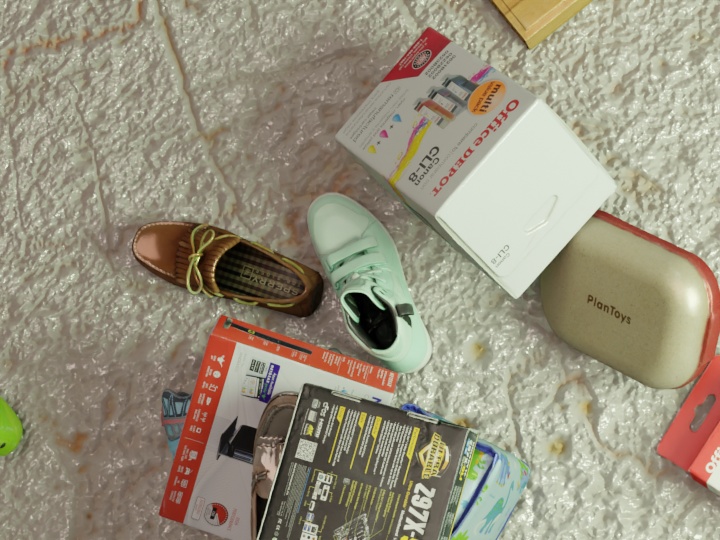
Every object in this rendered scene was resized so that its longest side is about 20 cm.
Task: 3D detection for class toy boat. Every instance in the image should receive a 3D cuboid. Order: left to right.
[{"bbox_3d":[0.265,0.018,1.684,0.199,0.130,0.131,30,121,40],"label":"toy boat"}]

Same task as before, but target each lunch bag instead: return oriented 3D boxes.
[{"bbox_3d":[0.053,0.236,1.661,0.127,0.170,0.201,26,88,21],"label":"lunch bag"}]

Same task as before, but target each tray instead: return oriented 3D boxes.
[{"bbox_3d":[0.215,-0.321,1.798,0.200,0.037,0.099,-38,74,3],"label":"tray"}]

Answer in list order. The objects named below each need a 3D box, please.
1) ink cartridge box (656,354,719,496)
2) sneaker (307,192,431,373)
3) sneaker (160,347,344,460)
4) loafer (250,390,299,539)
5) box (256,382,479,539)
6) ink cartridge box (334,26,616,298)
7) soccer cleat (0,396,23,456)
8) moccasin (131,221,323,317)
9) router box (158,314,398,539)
[{"bbox_3d":[0.378,0.169,1.651,0.199,0.067,0.117,32,88,17],"label":"ink cartridge box"},{"bbox_3d":[0.000,0.000,1.745,0.073,0.118,0.201,-32,73,7],"label":"sneaker"},{"bbox_3d":[-0.110,0.112,1.771,0.199,0.079,0.096,-26,73,7],"label":"sneaker"},{"bbox_3d":[-0.070,0.212,1.660,0.071,0.063,0.202,8,111,4],"label":"loafer"},{"bbox_3d":[-0.001,0.213,1.568,0.159,0.049,0.202,14,83,17],"label":"box"},{"bbox_3d":[0.105,-0.102,1.683,0.145,0.145,0.200,-48,39,0],"label":"ink cartridge box"},{"bbox_3d":[-0.424,0.114,1.843,0.200,0.081,0.068,38,89,17],"label":"soccer cleat"},{"bbox_3d":[-0.136,-0.003,1.798,0.200,0.078,0.074,23,86,16],"label":"moccasin"},{"bbox_3d":[-0.078,0.163,1.704,0.178,0.049,0.201,18,111,1],"label":"router box"}]
